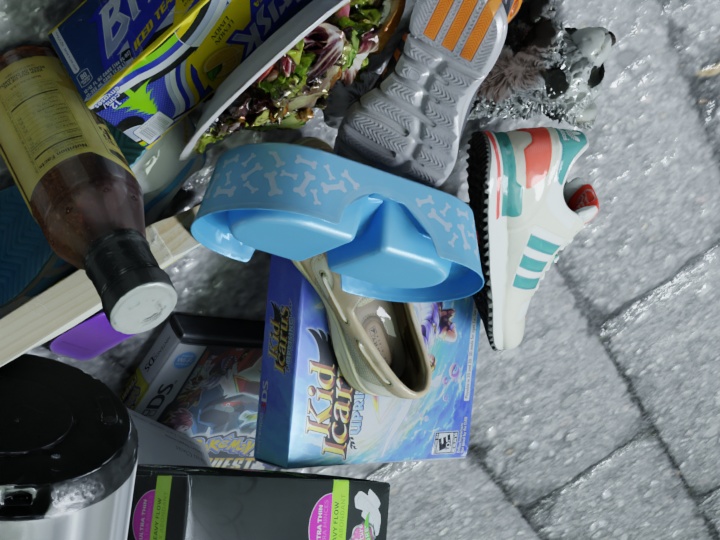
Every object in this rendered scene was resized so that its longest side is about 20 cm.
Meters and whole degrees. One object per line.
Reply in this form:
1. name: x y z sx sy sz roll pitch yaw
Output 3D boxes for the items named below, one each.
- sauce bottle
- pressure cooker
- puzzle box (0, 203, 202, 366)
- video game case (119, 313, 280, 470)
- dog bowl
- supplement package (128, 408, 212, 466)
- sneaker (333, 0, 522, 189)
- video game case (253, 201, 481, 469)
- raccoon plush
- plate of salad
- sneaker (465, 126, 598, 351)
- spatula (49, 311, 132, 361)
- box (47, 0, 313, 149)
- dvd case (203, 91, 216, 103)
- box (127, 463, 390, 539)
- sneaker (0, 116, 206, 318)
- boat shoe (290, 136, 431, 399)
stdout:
1. sauce bottle: -0.162 -0.047 0.972 0.066 0.200 0.066 -22 146 -16
2. pressure cooker: -0.233 0.170 1.041 0.178 0.176 0.201 -6 119 -32
3. puzzle box: -0.162 0.006 1.084 0.133 0.025 0.200 -32 -177 7
4. video game case: -0.111 0.112 1.362 0.199 0.026 0.181 7 129 -43
5. dog bowl: -0.011 -0.030 1.068 0.199 0.050 0.111 16 160 -30
6. supplement package: -0.220 0.183 1.258 0.156 0.111 0.200 -41 136 17
7. sneaker: 0.055 -0.130 1.081 0.200 0.077 0.112 -55 -177 43
8. video game case: 0.012 0.044 1.261 0.181 0.045 0.201 2 95 -39
9. raccoon plush: 0.080 -0.138 1.188 0.199 0.097 0.134 -7 165 16
10. plate of salad: -0.027 -0.124 1.021 0.200 0.048 0.200 -40 -178 1
11. sneaker: 0.129 -0.021 1.225 0.093 0.070 0.200 -10 131 -5
12. spatula: -0.144 0.002 1.203 0.200 0.021 0.056 -44 150 14
13. box: -0.081 -0.166 0.974 0.200 0.070 0.064 -39 145 10
14. dvd case: -0.061 -0.189 1.039 0.200 0.016 0.148 -47 144 19
15. box: -0.092 0.212 1.172 0.124 0.149 0.199 -2 171 43
16. sneaker: -0.183 -0.032 1.086 0.200 0.077 0.081 -38 153 15
17. boat shoe: 0.000 0.000 1.174 0.072 0.065 0.201 -31 113 -30
